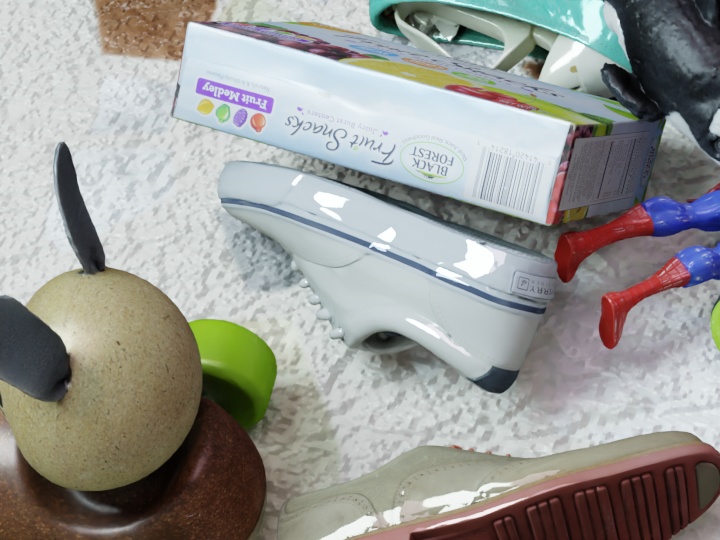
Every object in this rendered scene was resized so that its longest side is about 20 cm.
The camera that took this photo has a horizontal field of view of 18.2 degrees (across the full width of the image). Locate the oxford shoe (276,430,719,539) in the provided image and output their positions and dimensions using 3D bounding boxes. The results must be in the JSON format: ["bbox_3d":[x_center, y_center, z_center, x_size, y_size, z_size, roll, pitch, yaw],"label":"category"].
[{"bbox_3d":[0.057,0.096,0.972,0.199,0.071,0.075,-14,44,-4],"label":"oxford shoe"}]

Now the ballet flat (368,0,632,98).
[{"bbox_3d":[0.090,-0.119,1.157,0.199,0.067,0.071,20,81,24],"label":"ballet flat"}]

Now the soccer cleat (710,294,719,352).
[{"bbox_3d":[0.258,0.002,1.025,0.199,0.068,0.081,-17,9,12],"label":"soccer cleat"}]

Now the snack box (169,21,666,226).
[{"bbox_3d":[0.030,-0.074,1.078,0.199,0.053,0.142,17,11,22],"label":"snack box"}]

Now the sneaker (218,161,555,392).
[{"bbox_3d":[0.000,0.000,1.052,0.199,0.073,0.071,23,96,43],"label":"sneaker"}]

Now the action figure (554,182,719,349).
[{"bbox_3d":[0.189,-0.025,1.064,0.199,0.052,0.066,-23,56,-16],"label":"action figure"}]

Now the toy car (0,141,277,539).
[{"bbox_3d":[-0.127,0.050,0.954,0.157,0.201,0.165,5,51,13],"label":"toy car"}]

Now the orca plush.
[{"bbox_3d":[0.164,-0.136,1.065,0.104,0.071,0.201,1,53,-15],"label":"orca plush"}]
